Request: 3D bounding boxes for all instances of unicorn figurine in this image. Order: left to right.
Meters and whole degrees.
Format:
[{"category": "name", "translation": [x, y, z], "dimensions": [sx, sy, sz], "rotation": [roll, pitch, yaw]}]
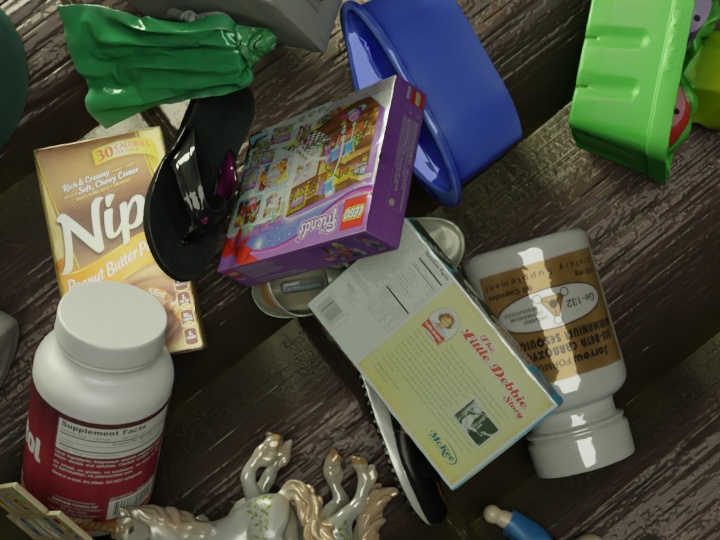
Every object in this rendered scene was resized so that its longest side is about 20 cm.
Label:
[{"category": "unicorn figurine", "translation": [-0.114, 0.232, 0.932], "dimensions": [0.199, 0.074, 0.138], "rotation": [-22, 69, -9]}, {"category": "unicorn figurine", "translation": [-0.073, 0.214, 1.003], "dimensions": [0.199, 0.074, 0.138], "rotation": [16, 83, -1]}]

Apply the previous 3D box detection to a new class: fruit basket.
[{"category": "fruit basket", "translation": [0.300, -0.179, 1.024], "dimensions": [0.214, 0.155, 0.217], "rotation": [-2, 83, 15]}]

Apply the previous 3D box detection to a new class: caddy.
[{"category": "caddy", "translation": [0.051, -0.153, 1.004], "dimensions": [0.105, 0.141, 0.201], "rotation": [-30, 88, -7]}]

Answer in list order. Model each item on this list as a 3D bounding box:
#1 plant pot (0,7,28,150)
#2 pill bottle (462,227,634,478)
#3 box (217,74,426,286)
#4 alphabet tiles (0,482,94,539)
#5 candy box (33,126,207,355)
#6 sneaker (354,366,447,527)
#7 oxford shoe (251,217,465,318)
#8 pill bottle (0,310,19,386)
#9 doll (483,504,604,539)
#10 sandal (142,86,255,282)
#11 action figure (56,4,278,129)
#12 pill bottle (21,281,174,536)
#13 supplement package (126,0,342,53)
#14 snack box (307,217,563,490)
[{"category": "plant pot", "translation": [-0.400, -0.179, 0.974], "dimensions": [0.199, 0.161, 0.202], "rotation": [0, 86, -3]}, {"category": "pill bottle", "translation": [0.169, 0.072, 1.009], "dimensions": [0.114, 0.114, 0.201], "rotation": [-16, 88, -3]}, {"category": "box", "translation": [-0.035, -0.069, 0.959], "dimensions": [0.039, 0.200, 0.137], "rotation": [27, 65, -35]}, {"category": "alphabet tiles", "translation": [-0.231, 0.229, 0.936], "dimensions": [0.166, 0.200, 0.006], "rotation": [44, 63, -12]}, {"category": "candy box", "translation": [-0.212, -0.017, 1.025], "dimensions": [0.115, 0.055, 0.201], "rotation": [-11, 88, -5]}, {"category": "sneaker", "translation": [0.055, 0.124, 1.022], "dimensions": [0.090, 0.070, 0.201], "rotation": [-20, 86, 0]}, {"category": "oxford shoe", "translation": [0.000, 0.000, 1.035], "dimensions": [0.199, 0.058, 0.076], "rotation": [-14, 86, -5]}, {"category": "pill bottle", "translation": [-0.406, 0.051, 0.985], "dimensions": [0.199, 0.111, 0.111], "rotation": [24, 86, -1]}, {"category": "doll", "translation": [0.129, 0.276, 1.028], "dimensions": [0.199, 0.048, 0.137], "rotation": [-14, 88, -3]}, {"category": "sandal", "translation": [-0.136, -0.089, 1.002], "dimensions": [0.075, 0.048, 0.201], "rotation": [27, 65, -33]}, {"category": "action figure", "translation": [-0.157, -0.185, 0.989], "dimensions": [0.199, 0.055, 0.119], "rotation": [1, 127, 28]}, {"category": "pill bottle", "translation": [-0.214, 0.112, 0.945], "dimensions": [0.112, 0.113, 0.201], "rotation": [16, 123, -2]}, {"category": "supplement package", "translation": [-0.119, -0.276, 0.981], "dimensions": [0.199, 0.117, 0.117], "rotation": [16, 86, 24]}, {"category": "snack box", "translation": [0.061, 0.068, 0.964], "dimensions": [0.116, 0.037, 0.200], "rotation": [-41, 81, 15]}]
